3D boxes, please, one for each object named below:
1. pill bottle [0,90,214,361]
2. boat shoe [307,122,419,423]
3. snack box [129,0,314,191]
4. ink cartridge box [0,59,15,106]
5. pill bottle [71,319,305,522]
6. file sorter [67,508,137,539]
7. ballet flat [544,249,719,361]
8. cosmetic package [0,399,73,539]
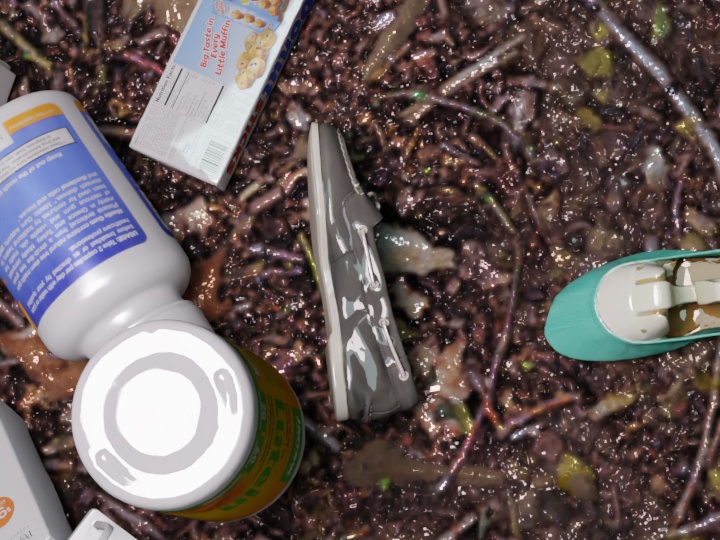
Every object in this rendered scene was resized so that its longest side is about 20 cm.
[{"bbox_3d":[-0.183,-0.011,1.287,0.112,0.112,0.200,-36,75,3],"label":"pill bottle"},{"bbox_3d":[0.000,0.000,1.278,0.057,0.067,0.201,-5,83,-6],"label":"boat shoe"},{"bbox_3d":[-0.085,-0.160,1.340,0.072,0.024,0.200,24,85,15],"label":"snack box"},{"bbox_3d":[-0.348,-0.078,1.346,0.144,0.084,0.200,18,83,14],"label":"ink cartridge box"},{"bbox_3d":[-0.096,0.099,1.203,0.111,0.200,0.111,-2,80,11],"label":"pill bottle"},{"bbox_3d":[-0.117,0.255,1.146,0.200,0.125,0.139,38,77,-5],"label":"file sorter"},{"bbox_3d":[0.211,0.013,1.225,0.199,0.070,0.068,-9,78,10],"label":"ballet flat"},{"bbox_3d":[-0.288,0.194,1.267,0.200,0.052,0.151,-38,46,2],"label":"cosmetic package"}]
